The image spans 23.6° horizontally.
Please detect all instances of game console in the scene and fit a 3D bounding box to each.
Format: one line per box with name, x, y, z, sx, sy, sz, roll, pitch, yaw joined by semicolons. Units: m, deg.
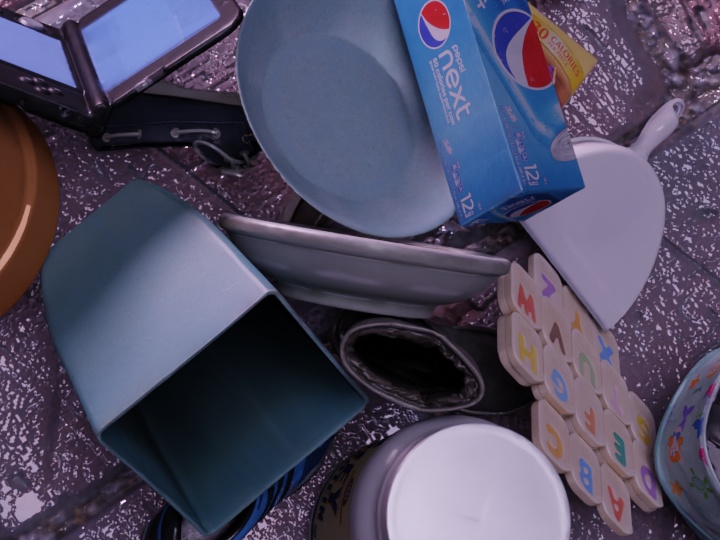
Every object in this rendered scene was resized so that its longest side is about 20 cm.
game console;-0.196;-0.180;1.178;0.176;0.200;0.117;20;106;-23

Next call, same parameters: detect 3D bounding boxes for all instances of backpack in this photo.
backpack;0.317;0.143;1.270;0.200;0.151;0.178;40;66;-10

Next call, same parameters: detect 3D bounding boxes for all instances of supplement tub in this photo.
supplement tub;0.052;0.176;1.171;0.145;0.200;0.145;3;77;-13

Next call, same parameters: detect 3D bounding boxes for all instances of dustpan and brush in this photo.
dustpan and brush;0.203;-0.068;1.343;0.200;0.057;0.140;-45;109;-17

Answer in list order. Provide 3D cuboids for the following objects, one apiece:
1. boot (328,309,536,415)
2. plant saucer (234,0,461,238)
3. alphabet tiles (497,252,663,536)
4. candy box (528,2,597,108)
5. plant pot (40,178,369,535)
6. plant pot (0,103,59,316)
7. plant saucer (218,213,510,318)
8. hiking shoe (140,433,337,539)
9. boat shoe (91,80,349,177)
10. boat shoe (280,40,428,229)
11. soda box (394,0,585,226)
boot;0.062;0.065;1.197;0.182;0.200;0.073;12;86;-9
plant saucer;-0.007;-0.111;1.177;0.201;0.039;0.201;14;63;-31
alphabet tiles;0.160;0.085;1.240;0.200;0.015;0.196;46;32;-31
candy box;0.069;-0.177;1.333;0.200;0.056;0.117;40;74;-4
plant pot;-0.122;0.039;1.153;0.141;0.141;0.200;-39;46;-1
plant pot;-0.315;-0.059;1.134;0.200;0.140;0.200;-3;73;9
plant saucer;0.000;0.000;1.167;0.200;0.200;0.050;8;92;-12
hiking shoe;-0.070;0.138;1.210;0.074;0.087;0.200;39;72;-3
boat shoe;-0.103;-0.100;1.239;0.200;0.075;0.062;9;92;14
boat shoe;0.017;-0.097;1.268;0.059;0.072;0.200;37;96;1
soda box;0.084;-0.135;1.184;0.064;0.068;0.200;-6;75;-39
